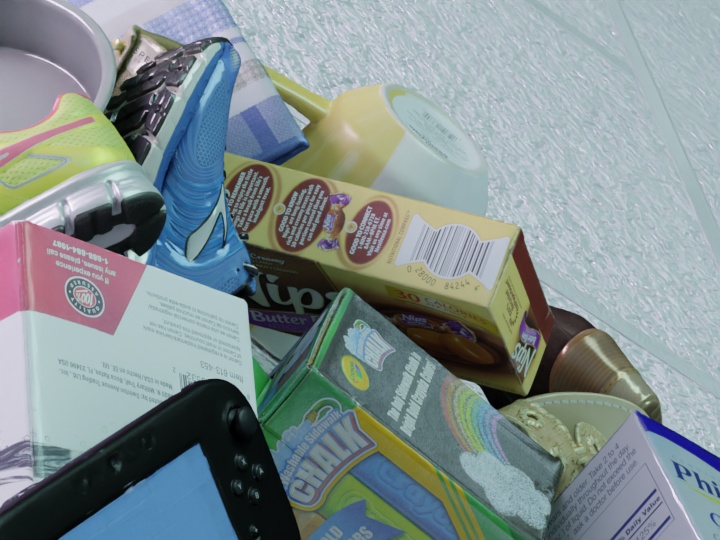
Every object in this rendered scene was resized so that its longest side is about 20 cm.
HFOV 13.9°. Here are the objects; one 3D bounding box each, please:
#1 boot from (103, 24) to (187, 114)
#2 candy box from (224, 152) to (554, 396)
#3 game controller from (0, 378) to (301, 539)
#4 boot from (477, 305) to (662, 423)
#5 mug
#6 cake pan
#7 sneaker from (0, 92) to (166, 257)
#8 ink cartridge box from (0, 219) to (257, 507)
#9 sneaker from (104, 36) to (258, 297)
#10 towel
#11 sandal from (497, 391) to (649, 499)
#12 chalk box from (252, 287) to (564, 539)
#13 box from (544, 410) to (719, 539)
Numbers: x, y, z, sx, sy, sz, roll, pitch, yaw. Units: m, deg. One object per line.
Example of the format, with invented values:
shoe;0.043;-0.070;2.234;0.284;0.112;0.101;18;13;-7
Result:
boot;-0.149;-0.055;1.561;0.073;0.156;0.200;40;17;16
candy box;0.000;0.000;1.644;0.199;0.057;0.117;13;-23;20
game controller;-0.090;0.120;1.209;0.200;0.042;0.105;-33;96;-53
boot;0.116;0.088;1.799;0.166;0.072;0.200;38;-29;31
mug;-0.014;-0.036;1.790;0.186;0.153;0.150;22;27;-42
cake pan;-0.220;-0.078;1.497;0.199;0.037;0.201;-4;38;3
sneaker;-0.194;-0.021;1.380;0.078;0.199;0.091;78;-10;-63
ink cartridge box;-0.117;0.099;1.297;0.144;0.084;0.201;21;53;-43
sneaker;-0.096;-0.023;1.496;0.089;0.201;0.078;26;-18;-31
towel;-0.131;-0.102;1.753;0.200;0.146;0.024;56;-7;39
sandal;0.076;0.112;1.629;0.211;0.078;0.070;-3;3;-17
chalk box;-0.012;0.103;1.539;0.200;0.124;0.124;38;20;-4
box;0.150;0.212;1.510;0.105;0.184;0.200;27;24;-32
